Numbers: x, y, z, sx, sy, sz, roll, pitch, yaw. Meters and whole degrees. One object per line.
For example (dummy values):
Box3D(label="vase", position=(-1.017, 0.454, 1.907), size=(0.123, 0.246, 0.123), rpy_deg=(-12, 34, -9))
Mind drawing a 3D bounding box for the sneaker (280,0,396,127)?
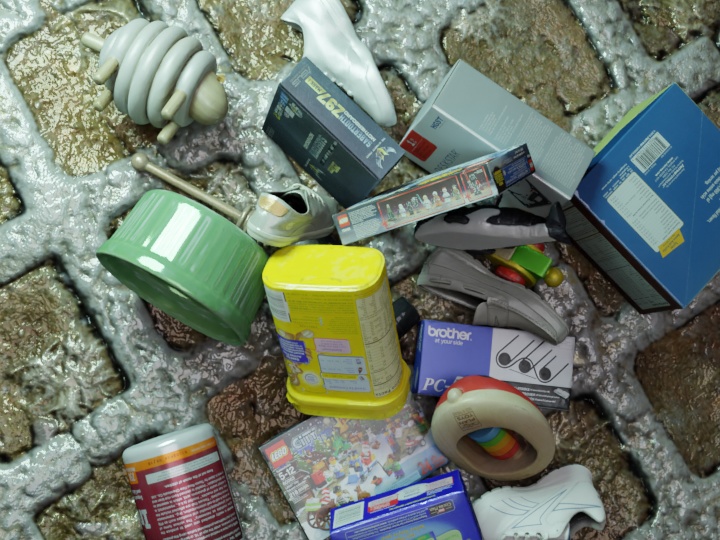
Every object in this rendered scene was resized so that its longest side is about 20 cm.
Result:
Box3D(label="sneaker", position=(-0.028, -0.256, 1.377), size=(0.088, 0.075, 0.201), rpy_deg=(-31, 84, 3))

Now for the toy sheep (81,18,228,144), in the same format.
Box3D(label="toy sheep", position=(-0.247, -0.234, 1.306), size=(0.199, 0.138, 0.139), rpy_deg=(29, 82, 0))

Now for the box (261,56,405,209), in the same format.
Box3D(label="box", position=(-0.037, -0.154, 1.293), size=(0.158, 0.200, 0.051), rpy_deg=(43, 78, -3))

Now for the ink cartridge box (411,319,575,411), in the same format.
Box3D(label="ink cartridge box", position=(0.168, 0.120, 1.379), size=(0.198, 0.044, 0.095), rpy_deg=(7, 83, -8))

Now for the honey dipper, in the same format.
Box3D(label="honey dipper", position=(-0.194, -0.093, 1.349), size=(0.199, 0.038, 0.038), rpy_deg=(30, 82, -3))

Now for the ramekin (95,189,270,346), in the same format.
Box3D(label="ramekin", position=(-0.195, -0.006, 1.263), size=(0.199, 0.200, 0.098), rpy_deg=(32, 74, -5))

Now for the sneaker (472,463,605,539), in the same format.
Box3D(label="sneaker", position=(0.209, 0.308, 1.340), size=(0.199, 0.075, 0.087), rpy_deg=(-21, 46, -7))

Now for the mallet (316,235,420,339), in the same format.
Box3D(label="mallet", position=(0.000, 0.000, 1.371), size=(0.066, 0.041, 0.201), rpy_deg=(-32, 86, -10))

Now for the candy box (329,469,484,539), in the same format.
Box3D(label="candy box", position=(0.073, 0.360, 1.291), size=(0.168, 0.077, 0.202), rpy_deg=(-18, 100, 6))

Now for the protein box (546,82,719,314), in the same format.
Box3D(label="protein box", position=(0.377, -0.085, 1.381), size=(0.200, 0.135, 0.199), rpy_deg=(45, 80, -2))

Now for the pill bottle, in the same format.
Box3D(label="pill bottle", position=(-0.199, 0.290, 1.276), size=(0.112, 0.113, 0.202), rpy_deg=(-16, 87, -9))

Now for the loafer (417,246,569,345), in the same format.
Box3D(label="loafer", position=(0.163, 0.042, 1.358), size=(0.199, 0.070, 0.070), rpy_deg=(30, 73, 16))

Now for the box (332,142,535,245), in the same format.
Box3D(label="box", position=(0.084, -0.087, 1.230), size=(0.199, 0.137, 0.040), rpy_deg=(-17, 97, 30))

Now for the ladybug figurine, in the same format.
Box3D(label="ladybug figurine", position=(0.160, 0.187, 1.324), size=(0.135, 0.200, 0.072), rpy_deg=(-20, 47, 22))

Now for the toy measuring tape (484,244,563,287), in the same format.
Box3D(label="toy measuring tape", position=(0.170, -0.030, 1.395), size=(0.199, 0.074, 0.074), rpy_deg=(29, 81, 18))

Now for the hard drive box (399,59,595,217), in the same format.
Box3D(label="hard drive box", position=(0.162, -0.147, 1.340), size=(0.199, 0.156, 0.077), rpy_deg=(33, 71, -4))

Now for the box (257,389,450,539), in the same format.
Box3D(label="box", position=(-0.008, 0.227, 1.347), size=(0.199, 0.038, 0.137), rpy_deg=(-30, 90, -10))

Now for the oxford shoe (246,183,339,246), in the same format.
Box3D(label="oxford shoe", position=(-0.070, -0.075, 1.289), size=(0.075, 0.200, 0.058), rpy_deg=(25, 108, 15))

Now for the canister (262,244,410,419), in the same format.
Box3D(label="canister", position=(-0.027, 0.071, 1.264), size=(0.147, 0.201, 0.087), rpy_deg=(2, 41, 16))

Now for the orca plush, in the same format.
Box3D(label="orca plush", position=(0.157, -0.071, 1.304), size=(0.105, 0.199, 0.072), rpy_deg=(27, 67, -38))
